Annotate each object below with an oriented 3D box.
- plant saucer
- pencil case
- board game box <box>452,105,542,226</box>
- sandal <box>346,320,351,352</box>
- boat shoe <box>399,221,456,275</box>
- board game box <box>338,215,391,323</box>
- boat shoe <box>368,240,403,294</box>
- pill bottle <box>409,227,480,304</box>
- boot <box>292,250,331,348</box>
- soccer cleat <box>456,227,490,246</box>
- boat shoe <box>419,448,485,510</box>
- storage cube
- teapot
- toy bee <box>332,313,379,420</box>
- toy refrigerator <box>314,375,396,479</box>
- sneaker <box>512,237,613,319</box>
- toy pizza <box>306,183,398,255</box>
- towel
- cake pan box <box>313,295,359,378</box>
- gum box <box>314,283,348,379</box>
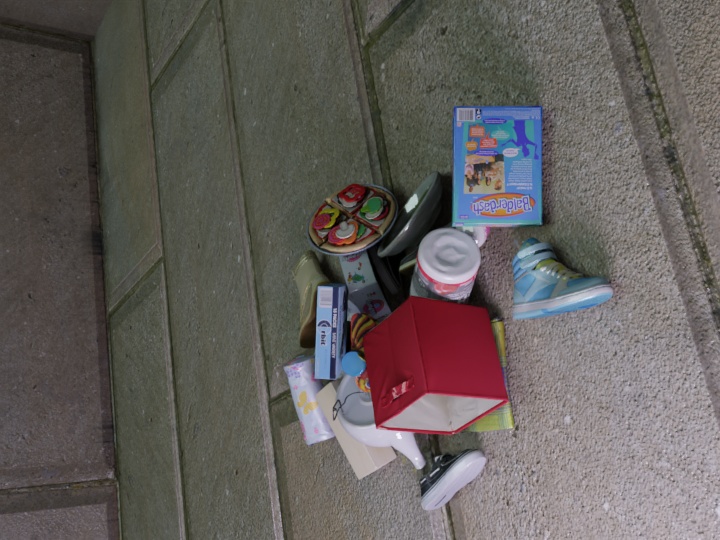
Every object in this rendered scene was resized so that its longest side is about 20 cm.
[{"bbox_3d":[0.109,-0.099,1.613,0.201,0.050,0.200,-54,8,11],"label":"plant saucer"},{"bbox_3d":[-0.111,0.295,1.894,0.082,0.091,0.202,-18,90,16],"label":"pencil case"},{"bbox_3d":[0.231,-0.176,1.403,0.045,0.150,0.202,49,-138,-84],"label":"board game box"},{"bbox_3d":[-0.003,0.151,1.718,0.200,0.045,0.076,-172,97,-72],"label":"sandal"},{"bbox_3d":[0.150,-0.045,1.588,0.199,0.073,0.065,-26,60,42],"label":"boat shoe"},{"bbox_3d":[0.000,0.000,1.726,0.148,0.064,0.201,65,-174,-51],"label":"board game box"},{"bbox_3d":[0.056,-0.044,1.734,0.066,0.070,0.201,-26,52,10],"label":"boat shoe"},{"bbox_3d":[0.148,0.023,1.498,0.201,0.110,0.111,96,158,-56],"label":"pill bottle"},{"bbox_3d":[-0.123,0.070,1.985,0.156,0.072,0.201,-120,35,-48],"label":"boot"},{"bbox_3d":[0.200,-0.142,1.468,0.069,0.086,0.202,6,83,24],"label":"soccer cleat"},{"bbox_3d":[0.157,0.373,1.529,0.200,0.072,0.071,-55,49,41],"label":"boat shoe"},{"bbox_3d":[0.127,0.171,1.450,0.171,0.198,0.181,-44,46,46],"label":"storage cube"},{"bbox_3d":[0.054,0.268,1.641,0.196,0.146,0.201,1,57,37],"label":"teapot"},{"bbox_3d":[0.021,0.186,1.565,0.108,0.131,0.202,11,111,12],"label":"toy bee"},{"bbox_3d":[-0.010,0.328,1.749,0.076,0.070,0.201,-45,69,45],"label":"toy refrigerator"},{"bbox_3d":[0.312,0.002,1.324,0.199,0.079,0.132,-19,73,54],"label":"sneaker"},{"bbox_3d":[-0.020,-0.112,1.695,0.200,0.199,0.032,51,171,45],"label":"toy pizza"},{"bbox_3d":[0.220,0.188,1.498,0.143,0.023,0.202,-20,72,54],"label":"towel"},{"bbox_3d":[-0.025,0.152,1.848,0.200,0.052,0.186,38,116,51],"label":"cake pan box"},{"bbox_3d":[-0.054,0.113,1.607,0.200,0.044,0.172,-14,-74,-85],"label":"gum box"}]
